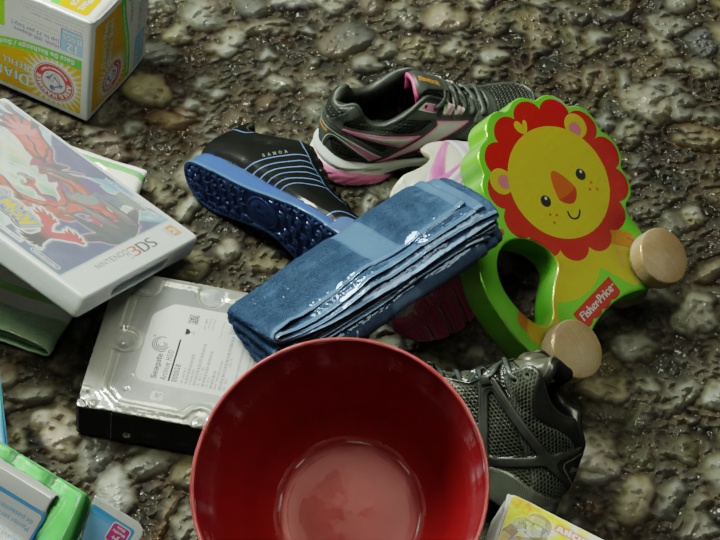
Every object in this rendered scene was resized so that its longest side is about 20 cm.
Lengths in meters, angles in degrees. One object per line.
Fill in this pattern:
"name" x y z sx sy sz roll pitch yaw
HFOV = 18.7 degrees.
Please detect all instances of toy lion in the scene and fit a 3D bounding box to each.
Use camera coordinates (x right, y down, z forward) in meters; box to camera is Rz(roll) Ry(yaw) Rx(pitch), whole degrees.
"toy lion" 0.143 -0.031 1.673 0.192 0.069 0.200 50 54 -5

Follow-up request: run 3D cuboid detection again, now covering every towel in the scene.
"towel" 0.000 0.000 1.593 0.199 0.049 0.112 -34 27 -12
"towel" -0.269 -0.031 1.708 0.152 0.023 0.200 19 48 9

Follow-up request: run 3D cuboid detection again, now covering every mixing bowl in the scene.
"mixing bowl" -0.011 0.155 1.491 0.199 0.108 0.202 -1 74 4

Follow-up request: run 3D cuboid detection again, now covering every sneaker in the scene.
"sneaker" 0.076 0.084 1.566 0.199 0.115 0.076 31 12 10
"sneaker" 0.058 -0.127 1.795 0.199 0.087 0.081 -15 53 -21
"sneaker" -0.046 -0.059 1.723 0.199 0.070 0.078 31 56 29
"sneaker" 0.058 -0.026 1.714 0.088 0.082 0.200 10 48 23

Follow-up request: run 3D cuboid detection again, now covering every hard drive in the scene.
"hard drive" -0.099 0.075 1.624 0.199 0.038 0.140 10 47 3

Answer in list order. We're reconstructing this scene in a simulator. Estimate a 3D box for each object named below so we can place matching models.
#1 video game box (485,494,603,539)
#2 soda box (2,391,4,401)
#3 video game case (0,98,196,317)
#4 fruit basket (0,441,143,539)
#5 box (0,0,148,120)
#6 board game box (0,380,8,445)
"video game box" 0.155 0.266 1.443 0.199 0.047 0.183 27 49 -2
"soda box" -0.328 0.015 1.606 0.063 0.069 0.201 -21 62 -16
"video game case" -0.243 -0.052 1.646 0.199 0.023 0.182 35 25 11
"fruit basket" -0.265 0.201 1.394 0.185 0.094 0.201 32 72 1
"box" -0.285 -0.228 1.825 0.199 0.113 0.102 23 47 13
"board game box" -0.311 0.147 1.479 0.151 0.045 0.201 -5 71 -12
